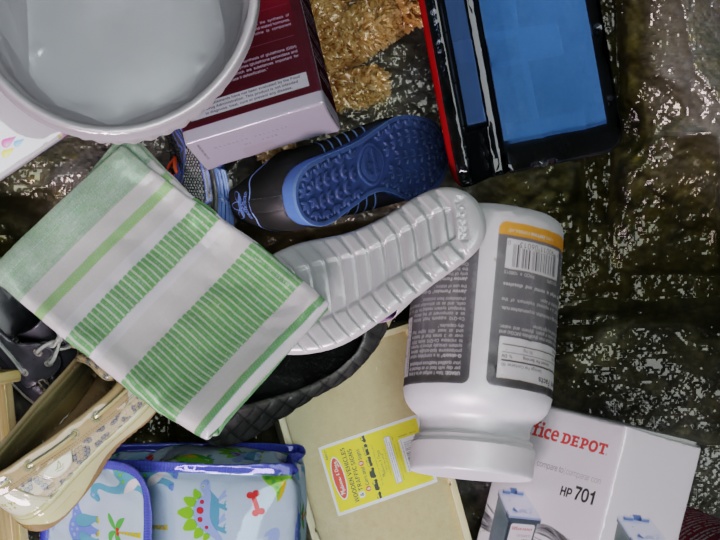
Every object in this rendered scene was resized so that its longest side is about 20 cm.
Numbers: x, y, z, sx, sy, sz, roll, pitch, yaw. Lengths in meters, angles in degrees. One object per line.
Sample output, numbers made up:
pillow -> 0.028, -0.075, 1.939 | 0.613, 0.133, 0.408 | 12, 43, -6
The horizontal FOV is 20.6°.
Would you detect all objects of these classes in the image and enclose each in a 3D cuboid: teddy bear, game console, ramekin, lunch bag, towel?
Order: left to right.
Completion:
ramekin -> -0.167, -0.180, 1.353 | 0.199, 0.105, 0.202 | 0, 81, -2
towel -> -0.141, 0.012, 1.414 | 0.200, 0.023, 0.153 | 39, 65, 7
lunch bag -> -0.142, 0.216, 1.473 | 0.199, 0.127, 0.171 | 2, 93, 4
teddy bear -> -0.036, -0.176, 1.506 | 0.199, 0.067, 0.146 | -27, 95, -11
game console -> 0.122, -0.177, 1.522 | 0.118, 0.172, 0.201 | -10, 94, 14

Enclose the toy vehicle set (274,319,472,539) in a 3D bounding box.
toy vehicle set -> 0.007, 0.153, 1.548 | 0.124, 0.027, 0.201 | -16, 96, -12

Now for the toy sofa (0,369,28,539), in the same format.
toy sofa -> -0.297, 0.171, 1.459 | 0.082, 0.097, 0.201 | -8, 94, -37

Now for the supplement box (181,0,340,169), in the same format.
supplement box -> -0.091, -0.187, 1.446 | 0.108, 0.061, 0.201 | -15, 72, 7

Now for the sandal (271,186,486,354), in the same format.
sandal -> 0.003, 0.007, 1.466 | 0.202, 0.050, 0.083 | -23, 79, 4

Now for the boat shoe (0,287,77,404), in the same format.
boat shoe -> -0.243, 0.051, 1.467 | 0.200, 0.063, 0.073 | 43, 80, -12

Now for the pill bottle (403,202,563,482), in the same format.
pill bottle -> 0.092, 0.056, 1.504 | 0.116, 0.116, 0.201 | 8, 80, -13

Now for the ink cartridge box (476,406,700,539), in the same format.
ink cartridge box -> 0.163, 0.211, 1.515 | 0.085, 0.146, 0.201 | 15, 87, -32

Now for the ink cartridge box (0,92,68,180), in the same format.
ink cartridge box -> -0.263, -0.154, 1.444 | 0.200, 0.087, 0.146 | -35, 98, -12

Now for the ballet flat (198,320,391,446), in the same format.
ballet flat -> -0.044, 0.066, 1.486 | 0.200, 0.057, 0.067 | -39, 84, -23

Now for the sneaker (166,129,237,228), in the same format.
sneaker -> -0.132, -0.030, 1.487 | 0.078, 0.075, 0.201 | -8, 92, -10

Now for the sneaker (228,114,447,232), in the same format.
sneaker -> -0.015, -0.075, 1.495 | 0.200, 0.078, 0.071 | -19, 104, -50

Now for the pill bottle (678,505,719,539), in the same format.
pill bottle -> 0.270, 0.249, 1.516 | 0.112, 0.200, 0.114 | -3, 98, -25

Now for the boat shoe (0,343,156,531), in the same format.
boat shoe -> -0.194, 0.092, 1.421 | 0.063, 0.073, 0.201 | 46, 69, -37
